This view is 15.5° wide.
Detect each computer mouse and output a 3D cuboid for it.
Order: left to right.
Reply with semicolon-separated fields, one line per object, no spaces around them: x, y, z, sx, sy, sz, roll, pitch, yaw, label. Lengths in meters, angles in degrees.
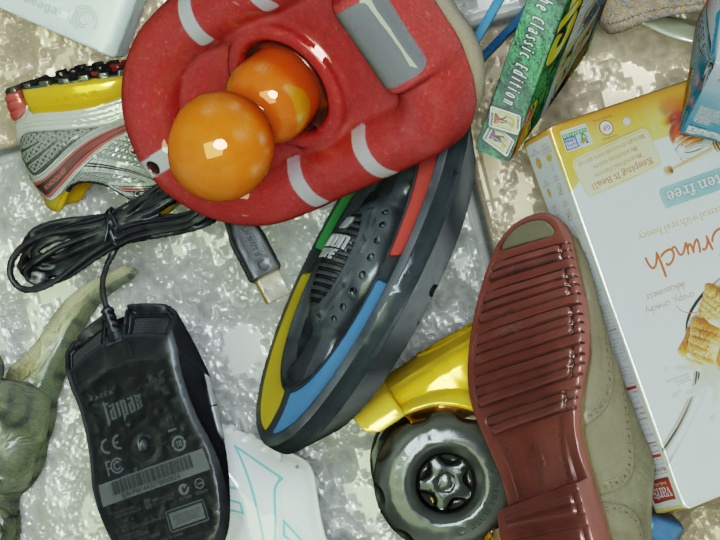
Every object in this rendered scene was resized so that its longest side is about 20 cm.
-0.089;0.050;1.370;0.140;0.046;0.201;-26;79;16;computer mouse

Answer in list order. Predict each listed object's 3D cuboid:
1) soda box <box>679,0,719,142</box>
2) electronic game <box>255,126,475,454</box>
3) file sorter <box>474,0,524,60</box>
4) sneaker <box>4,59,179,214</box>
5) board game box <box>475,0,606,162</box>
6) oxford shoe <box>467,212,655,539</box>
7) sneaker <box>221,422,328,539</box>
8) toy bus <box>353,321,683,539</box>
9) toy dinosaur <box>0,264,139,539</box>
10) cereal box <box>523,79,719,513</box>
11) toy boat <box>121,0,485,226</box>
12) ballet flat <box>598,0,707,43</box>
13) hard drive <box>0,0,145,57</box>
0.261;-0.085;1.294;0.199;0.064;0.069;14;57;-2;soda box
0.000;0.000;1.331;0.042;0.200;0.200;27;104;-12;electronic game
0.014;-0.203;1.320;0.200;0.139;0.123;34;124;6;file sorter
-0.089;-0.074;1.407;0.199;0.078;0.083;-5;102;22;sneaker
0.107;-0.152;1.256;0.023;0.105;0.200;30;138;11;board game box
0.102;0.073;1.285;0.070;0.075;0.201;-14;73;40;oxford shoe
-0.071;0.113;1.435;0.080;0.070;0.201;-37;92;-1;sneaker
0.112;0.102;1.365;0.192;0.136;0.200;-35;91;-1;toy bus
-0.201;0.070;1.462;0.088;0.047;0.201;23;102;-7;toy dinosaur
0.181;0.005;1.325;0.143;0.040;0.201;-19;87;-22;cereal box
-0.045;-0.079;1.258;0.200;0.131;0.131;-23;106;49;toy boat
0.209;-0.147;1.336;0.199;0.068;0.068;1;115;19;ballet flat
-0.152;-0.232;1.416;0.131;0.026;0.201;24;102;8;hard drive
